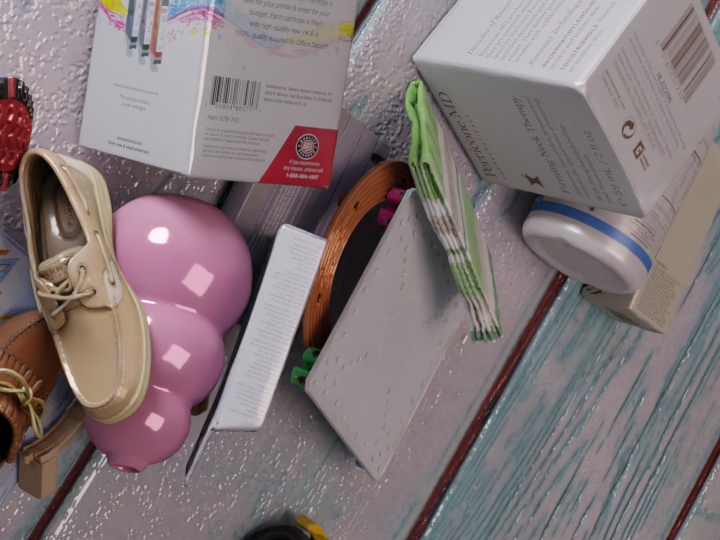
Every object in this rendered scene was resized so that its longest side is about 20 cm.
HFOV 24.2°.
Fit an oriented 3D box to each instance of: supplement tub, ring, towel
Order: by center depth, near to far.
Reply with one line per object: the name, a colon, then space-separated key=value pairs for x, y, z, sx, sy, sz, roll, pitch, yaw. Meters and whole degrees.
ring: x=0.000 y=0.000 z=1.452 sx=0.200 sy=0.019 sz=0.202 roll=-47 pitch=147 yaw=-43
towel: x=0.078 y=-0.050 z=1.488 sx=0.030 sy=0.150 sz=0.201 roll=-18 pitch=121 yaw=10
supplement tub: x=0.254 y=-0.092 z=1.626 sx=0.132 sy=0.131 sz=0.202 roll=38 pitch=74 yaw=-43

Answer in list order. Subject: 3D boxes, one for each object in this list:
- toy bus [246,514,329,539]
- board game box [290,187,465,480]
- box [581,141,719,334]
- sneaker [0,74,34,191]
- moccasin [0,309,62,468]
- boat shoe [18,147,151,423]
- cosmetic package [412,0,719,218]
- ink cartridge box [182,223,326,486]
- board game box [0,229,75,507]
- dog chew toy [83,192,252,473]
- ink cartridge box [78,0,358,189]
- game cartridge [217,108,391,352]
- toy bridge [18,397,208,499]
toy bus: x=-0.050 y=0.331 z=1.417 sx=0.199 sy=0.191 sz=0.137 roll=-35 pitch=125 yaw=-29
board game box: x=0.022 y=0.057 z=1.473 sx=0.201 sy=0.026 sz=0.200 roll=-61 pitch=150 yaw=-19
box: x=0.310 y=-0.044 z=1.737 sx=0.082 sy=0.068 sz=0.202 roll=33 pitch=79 yaw=-44
sneaker: x=-0.296 y=-0.104 z=1.135 sx=0.200 sy=0.094 sz=0.080 roll=-2 pitch=106 yaw=-70
moccasin: x=-0.258 y=0.103 z=1.154 sx=0.202 sy=0.077 sz=0.074 roll=-51 pitch=127 yaw=-43
boat shoe: x=-0.201 y=0.010 z=1.167 sx=0.064 sy=0.071 sz=0.202 roll=30 pitch=37 yaw=-61
cosmetic package: x=0.192 y=-0.175 z=1.494 sx=0.167 sy=0.199 sz=0.168 roll=-52 pitch=131 yaw=-20
ink cartridge box: x=-0.081 y=0.068 z=1.281 sx=0.040 sy=0.200 sz=0.202 roll=21 pitch=88 yaw=-4
board game box: x=-0.298 y=0.069 z=1.206 sx=0.201 sy=0.041 sz=0.200 roll=-57 pitch=133 yaw=-16
dog chew toy: x=-0.150 y=0.048 z=1.232 sx=0.124 sy=0.123 sz=0.202 roll=31 pitch=63 yaw=-44
ink cartridge box: x=-0.102 y=-0.175 z=1.250 sx=0.144 sy=0.144 sz=0.203 roll=3 pitch=100 yaw=-43
game cartridge: x=-0.061 y=-0.047 z=1.408 sx=0.129 sy=0.038 sz=0.202 roll=34 pitch=78 yaw=-40
toy bridge: x=-0.188 y=0.110 z=1.297 sx=0.199 sy=0.027 sz=0.068 roll=-26 pitch=130 yaw=-51
